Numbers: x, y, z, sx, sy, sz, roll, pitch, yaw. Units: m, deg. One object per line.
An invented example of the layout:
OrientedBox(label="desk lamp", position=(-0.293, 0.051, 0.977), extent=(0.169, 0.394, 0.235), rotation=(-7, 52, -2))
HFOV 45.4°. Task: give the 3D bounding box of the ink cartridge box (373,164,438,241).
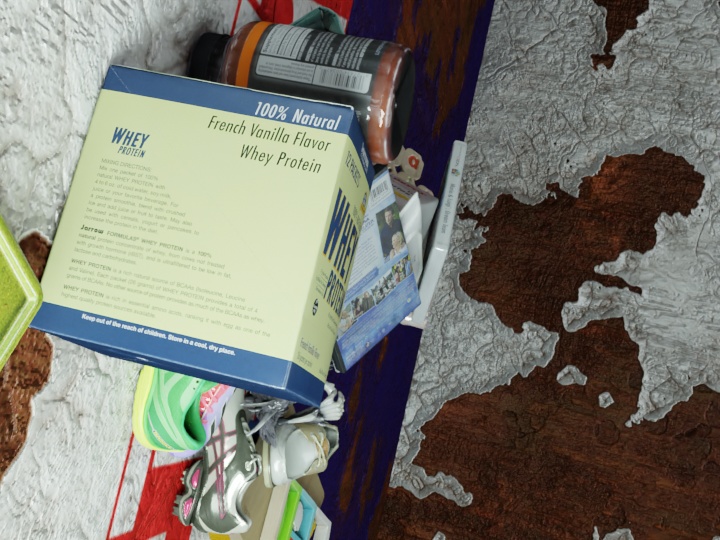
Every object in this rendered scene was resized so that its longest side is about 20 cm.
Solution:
OrientedBox(label="ink cartridge box", position=(-0.003, -0.079, 1.131), extent=(0.199, 0.143, 0.085), rotation=(-21, 137, -62))

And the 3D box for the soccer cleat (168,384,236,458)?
OrientedBox(label="soccer cleat", position=(-0.140, 0.099, 0.852), extent=(0.202, 0.066, 0.076), rotation=(-59, -163, 0))

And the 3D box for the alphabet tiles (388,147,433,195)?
OrientedBox(label="alphabet tiles", position=(0.029, -0.127, 1.317), extent=(0.015, 0.198, 0.198), rotation=(-30, -145, 51))

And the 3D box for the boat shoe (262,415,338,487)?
OrientedBox(label="boat shoe", position=(-0.072, 0.216, 1.065), extent=(0.200, 0.067, 0.077), rotation=(-26, 114, -81))

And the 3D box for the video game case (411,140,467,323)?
OrientedBox(label="video game case", position=(0.111, -0.051, 1.220), extent=(0.201, 0.023, 0.185), rotation=(100, 3, -58))

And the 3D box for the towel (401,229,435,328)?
OrientedBox(label="towel", position=(0.028, -0.014, 1.336), extent=(0.032, 0.196, 0.194), rotation=(87, 19, -56))

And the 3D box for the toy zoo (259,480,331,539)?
OrientedBox(label="toy zoo", position=(-0.083, 0.375, 1.154), extent=(0.201, 0.020, 0.133), rotation=(64, 33, -48))

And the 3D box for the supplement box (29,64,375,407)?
OrientedBox(label="supplement box", position=(-0.109, -0.022, 0.660), extent=(0.134, 0.196, 0.204), rotation=(61, 42, -74))

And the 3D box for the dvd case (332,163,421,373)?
OrientedBox(label="dvd case", position=(0.000, 0.000, 0.975), extent=(0.142, 0.017, 0.203), rotation=(-39, 131, -28))

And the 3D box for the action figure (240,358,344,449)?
OrientedBox(label="action figure", position=(-0.077, 0.120, 0.986), extent=(0.200, 0.100, 0.121), rotation=(-68, 142, -71))

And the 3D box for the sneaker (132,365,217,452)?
OrientedBox(label="sneaker", position=(-0.159, 0.073, 0.799), extent=(0.074, 0.082, 0.204), rotation=(-42, 142, -70))

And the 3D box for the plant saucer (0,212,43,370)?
OrientedBox(label="plant saucer", position=(-0.240, 0.023, 0.447), extent=(0.201, 0.047, 0.203), rotation=(87, 19, -53))

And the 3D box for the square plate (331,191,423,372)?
OrientedBox(label="square plate", position=(0.025, 0.025, 1.092), extent=(0.199, 0.028, 0.201), rotation=(-52, 161, -17))

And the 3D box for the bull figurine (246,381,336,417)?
OrientedBox(label="bull figurine", position=(-0.087, 0.107, 1.150), extent=(0.120, 0.064, 0.204), rotation=(29, 59, -35))

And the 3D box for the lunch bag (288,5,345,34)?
OrientedBox(label="lunch bag", position=(-0.063, -0.164, 0.944), extent=(0.171, 0.120, 0.203), rotation=(67, 42, -69))

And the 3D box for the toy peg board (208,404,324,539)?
OrientedBox(label="toy peg board", position=(-0.144, 0.312, 1.156), extent=(0.201, 0.096, 0.202), rotation=(-66, 148, -48))

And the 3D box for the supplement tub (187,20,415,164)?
OrientedBox(label="supplement tub", position=(-0.054, -0.165, 0.781), extent=(0.107, 0.196, 0.109), rotation=(12, 90, -77))

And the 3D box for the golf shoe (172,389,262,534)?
OrientedBox(label="golf shoe", position=(-0.147, 0.196, 0.981), extent=(0.077, 0.086, 0.204), rotation=(33, 67, -76))
